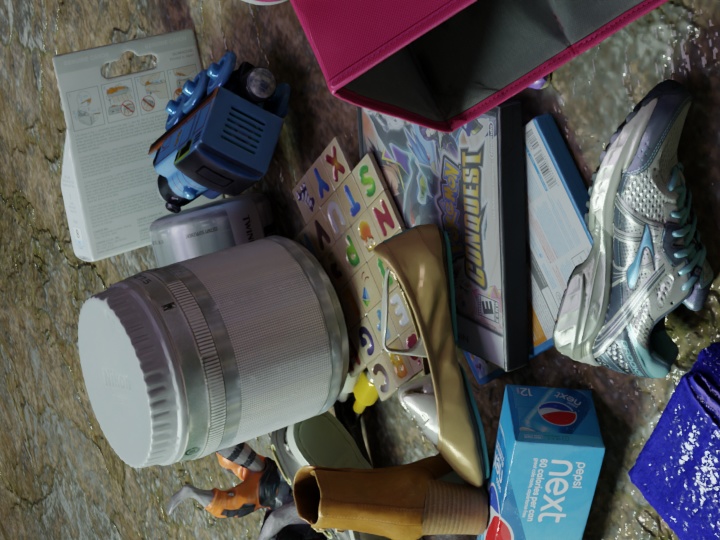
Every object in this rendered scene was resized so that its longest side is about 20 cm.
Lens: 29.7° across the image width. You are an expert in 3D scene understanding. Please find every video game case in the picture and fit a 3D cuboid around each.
[{"bbox_3d":[0.060,-0.044,1.040,0.180,0.025,0.203,24,125,52],"label":"video game case"},{"bbox_3d":[0.113,-0.009,1.014,0.200,0.018,0.145,-39,72,57],"label":"video game case"}]

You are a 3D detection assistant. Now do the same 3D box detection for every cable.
[{"bbox_3d":[-0.019,0.129,1.257,0.097,0.050,0.202,34,132,30],"label":"cable"}]

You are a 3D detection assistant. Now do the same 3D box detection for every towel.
[{"bbox_3d":[0.254,0.160,0.848,0.201,0.049,0.149,51,142,31],"label":"towel"}]

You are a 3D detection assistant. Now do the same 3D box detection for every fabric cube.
[{"bbox_3d":[0.057,-0.221,0.763,0.198,0.196,0.202,-29,78,20],"label":"fabric cube"}]

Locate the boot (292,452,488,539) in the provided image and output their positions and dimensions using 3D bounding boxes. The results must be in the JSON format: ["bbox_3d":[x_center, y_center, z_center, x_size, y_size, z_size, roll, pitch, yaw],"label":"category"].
[{"bbox_3d":[0.016,0.176,1.094,0.201,0.142,0.072,160,116,-83],"label":"boot"}]

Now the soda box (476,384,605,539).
[{"bbox_3d":[0.129,0.185,1.020,0.065,0.067,0.202,-91,6,-56],"label":"soda box"}]

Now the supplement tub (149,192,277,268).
[{"bbox_3d":[-0.124,0.035,1.312,0.122,0.121,0.203,-4,102,58],"label":"supplement tub"}]

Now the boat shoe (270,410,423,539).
[{"bbox_3d":[-0.010,0.216,1.248,0.060,0.072,0.203,-25,99,53],"label":"boat shoe"}]

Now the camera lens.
[{"bbox_3d":[-0.120,0.067,1.150,0.159,0.198,0.162,32,131,48],"label":"camera lens"}]

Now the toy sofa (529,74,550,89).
[{"bbox_3d":[0.046,-0.179,0.972,0.199,0.082,0.099,21,121,52],"label":"toy sofa"}]

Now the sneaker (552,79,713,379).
[{"bbox_3d":[0.188,-0.022,0.856,0.085,0.077,0.202,23,125,23],"label":"sneaker"}]

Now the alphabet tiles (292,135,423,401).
[{"bbox_3d":[0.000,0.000,1.125,0.166,0.006,0.202,-44,66,56],"label":"alphabet tiles"}]

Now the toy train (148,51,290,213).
[{"bbox_3d":[-0.136,-0.121,1.250,0.199,0.086,0.116,-23,44,59],"label":"toy train"}]

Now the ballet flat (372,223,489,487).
[{"bbox_3d":[0.050,0.068,1.018,0.069,0.062,0.203,-152,51,-82],"label":"ballet flat"}]

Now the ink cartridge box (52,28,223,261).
[{"bbox_3d":[-0.225,-0.127,1.353,0.047,0.159,0.203,11,115,53],"label":"ink cartridge box"}]

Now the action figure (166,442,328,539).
[{"bbox_3d":[-0.085,0.225,1.303,0.201,0.191,0.106,-95,28,-65],"label":"action figure"}]

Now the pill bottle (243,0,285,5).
[{"bbox_3d":[-0.046,-0.295,1.030,0.200,0.112,0.115,-31,80,58],"label":"pill bottle"}]
